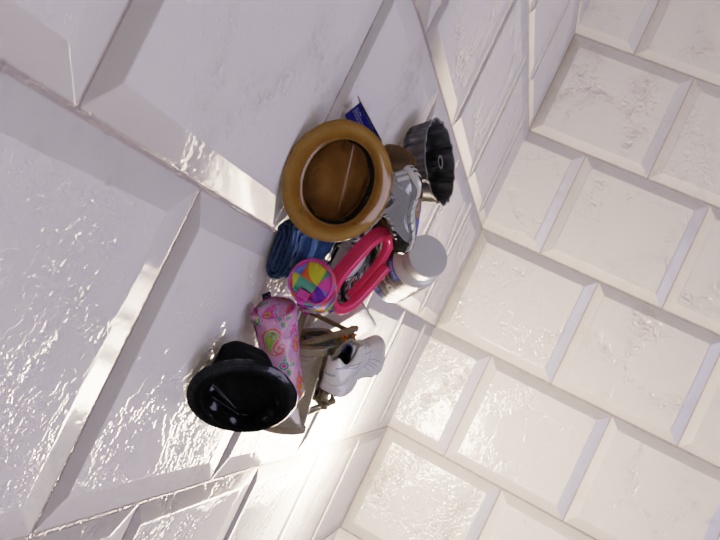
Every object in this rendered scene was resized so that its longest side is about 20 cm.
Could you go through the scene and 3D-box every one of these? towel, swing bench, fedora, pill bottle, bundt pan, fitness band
[{"bbox_3d":[-0.098,-0.049,1.369,0.200,0.048,0.112,-31,144,-65],"label":"towel"},{"bbox_3d":[-0.120,0.204,1.524,0.200,0.129,0.200,-35,145,-61],"label":"swing bench"},{"bbox_3d":[-0.044,-0.151,1.256,0.202,0.199,0.082,-67,-158,9],"label":"fedora"},{"bbox_3d":[-0.198,0.186,1.276,0.092,0.199,0.202,-99,-166,-44],"label":"fedora"},{"bbox_3d":[0.107,-0.004,1.687,0.114,0.113,0.200,-57,-171,-26],"label":"pill bottle"},{"bbox_3d":[0.151,-0.246,1.746,0.201,0.075,0.204,13,76,-63],"label":"bundt pan"},{"bbox_3d":[0.000,0.000,1.542,0.200,0.037,0.144,-49,153,-10],"label":"fitness band"}]

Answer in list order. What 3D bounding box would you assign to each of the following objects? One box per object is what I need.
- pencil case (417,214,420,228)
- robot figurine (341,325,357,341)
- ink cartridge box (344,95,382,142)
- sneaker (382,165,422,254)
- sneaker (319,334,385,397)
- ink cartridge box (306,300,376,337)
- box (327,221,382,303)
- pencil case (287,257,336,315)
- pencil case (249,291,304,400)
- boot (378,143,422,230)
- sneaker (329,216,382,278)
[{"bbox_3d":[0.114,-0.140,1.881,0.078,0.087,0.201,-28,145,-31],"label":"pencil case"},{"bbox_3d":[-0.050,0.205,1.688,0.200,0.145,0.059,-38,-151,37],"label":"robot figurine"},{"bbox_3d":[0.017,-0.229,1.378,0.039,0.100,0.200,-27,163,2],"label":"ink cartridge box"},{"bbox_3d":[0.048,-0.107,1.451,0.115,0.075,0.201,-14,133,-20],"label":"sneaker"},{"bbox_3d":[-0.005,0.173,1.501,0.200,0.074,0.088,-36,139,-53],"label":"sneaker"},{"bbox_3d":[-0.066,0.144,1.735,0.199,0.043,0.196,-31,163,-1],"label":"ink cartridge box"},{"bbox_3d":[-0.007,-0.030,1.709,0.201,0.049,0.158,-57,164,-28],"label":"box"},{"bbox_3d":[-0.082,0.033,1.343,0.089,0.088,0.200,-62,175,-9],"label":"pencil case"},{"bbox_3d":[-0.147,0.144,1.359,0.087,0.087,0.202,-44,137,-52],"label":"pencil case"},{"bbox_3d":[0.075,-0.158,1.618,0.076,0.201,0.156,-5,140,-22],"label":"boot"},{"bbox_3d":[-0.025,-0.079,1.528,0.200,0.079,0.129,-58,157,7],"label":"sneaker"}]
